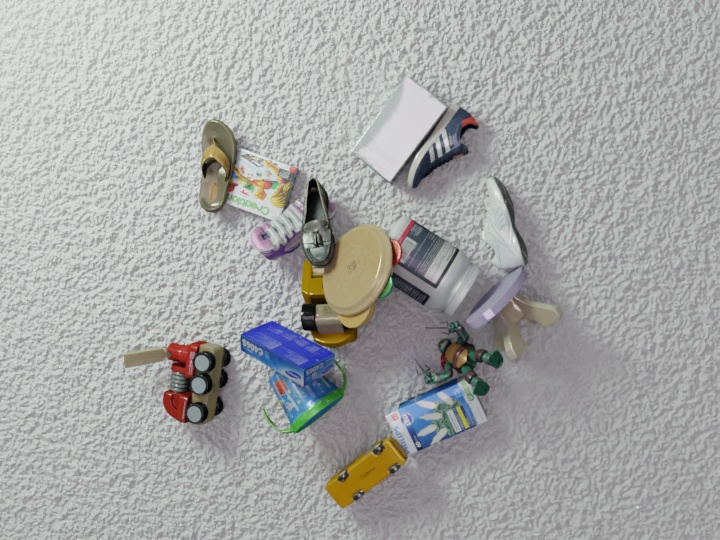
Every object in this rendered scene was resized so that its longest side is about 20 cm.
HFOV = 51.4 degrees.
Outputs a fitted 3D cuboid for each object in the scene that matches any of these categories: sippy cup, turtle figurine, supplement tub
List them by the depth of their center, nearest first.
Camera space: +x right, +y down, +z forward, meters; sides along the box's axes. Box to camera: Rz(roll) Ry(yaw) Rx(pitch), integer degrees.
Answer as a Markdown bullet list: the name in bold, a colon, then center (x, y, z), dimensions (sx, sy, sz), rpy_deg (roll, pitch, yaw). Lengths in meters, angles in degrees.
- **supplement tub**: center (0.135, -0.008, 1.569), dimensions (0.199, 0.140, 0.141), rpy_deg (33, 97, 3)
- **turtle figurine**: center (0.204, 0.179, 1.572), dimensions (0.100, 0.200, 0.151), rpy_deg (4, 104, -37)
- **sippy cup**: center (-0.126, 0.262, 1.630), dimensions (0.131, 0.177, 0.140), rpy_deg (52, 135, 11)

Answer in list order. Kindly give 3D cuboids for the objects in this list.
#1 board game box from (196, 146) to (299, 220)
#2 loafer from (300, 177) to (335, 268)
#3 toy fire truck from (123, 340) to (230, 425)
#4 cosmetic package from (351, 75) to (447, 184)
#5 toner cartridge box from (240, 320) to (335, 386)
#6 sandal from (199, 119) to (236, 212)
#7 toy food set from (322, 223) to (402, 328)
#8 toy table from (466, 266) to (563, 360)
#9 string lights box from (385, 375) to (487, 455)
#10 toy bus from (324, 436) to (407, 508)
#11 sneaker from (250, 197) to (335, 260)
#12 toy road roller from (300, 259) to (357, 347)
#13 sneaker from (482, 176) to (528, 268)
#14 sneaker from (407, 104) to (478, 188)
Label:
- **board game box**: center (-0.249, -0.198, 1.652), dimensions (0.199, 0.035, 0.127), rpy_deg (19, 97, 5)
- **loafer**: center (-0.095, -0.102, 1.550), dimensions (0.071, 0.063, 0.201), rpy_deg (-9, 59, 4)
- **toy fire truck**: center (-0.414, 0.240, 1.669), dimensions (0.199, 0.129, 0.177), rpy_deg (11, 96, 17)
- **cosmetic package**: center (0.083, -0.297, 1.586), dimensions (0.113, 0.081, 0.200), rpy_deg (40, 96, 2)
- **toner cartridge box**: center (-0.157, 0.173, 1.590), dimensions (0.199, 0.095, 0.043), rpy_deg (23, 122, 38)
- **sandal**: center (-0.315, -0.225, 1.613), dimensions (0.080, 0.054, 0.201), rpy_deg (9, 95, 7)
- **toy food set**: center (0.000, 0.000, 1.502), dimensions (0.049, 0.200, 0.198), rpy_deg (24, 113, -39)
- **toy table**: center (0.311, 0.092, 1.541), dimensions (0.117, 0.184, 0.200), rpy_deg (48, 55, -2)
- **string lights box**: center (0.165, 0.315, 1.630), dimensions (0.199, 0.059, 0.103), rpy_deg (-26, 92, 8)
- **toy bus**: center (0.015, 0.436, 1.629), dimensions (0.200, 0.078, 0.065), rpy_deg (-41, 87, 18)
- **sneaker**: center (-0.144, -0.087, 1.632), dimensions (0.200, 0.089, 0.081), rpy_deg (-31, 61, -13)
- **toy road roller**: center (-0.058, 0.073, 1.624), dimensions (0.122, 0.146, 0.201), rpy_deg (-3, 57, 7)
- **sneaker**: center (0.290, -0.099, 1.583), dimensions (0.080, 0.070, 0.201), rpy_deg (-16, 86, 27)
- **sneaker**: center (0.177, -0.248, 1.580), dimensions (0.084, 0.075, 0.201), rpy_deg (34, 97, 7)
